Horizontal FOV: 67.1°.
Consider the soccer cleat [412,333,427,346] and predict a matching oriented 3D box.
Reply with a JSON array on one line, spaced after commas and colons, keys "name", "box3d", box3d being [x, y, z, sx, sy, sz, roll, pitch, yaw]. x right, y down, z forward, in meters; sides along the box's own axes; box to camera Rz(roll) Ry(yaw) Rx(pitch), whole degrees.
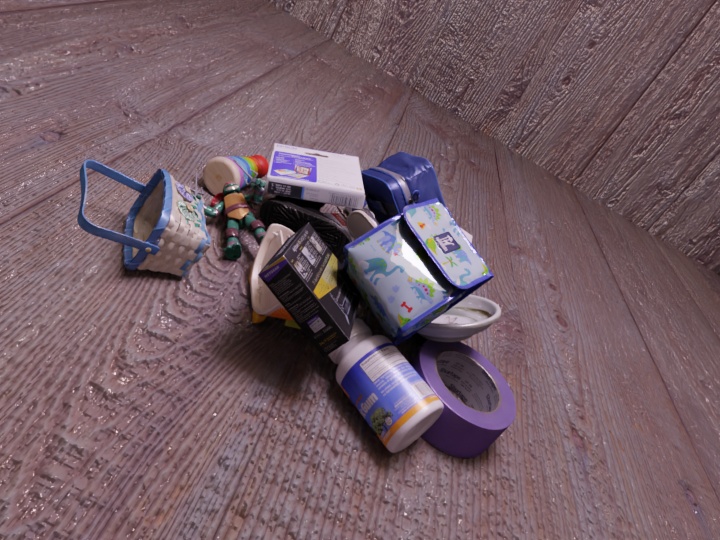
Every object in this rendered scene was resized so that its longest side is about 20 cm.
[{"name": "soccer cleat", "box3d": [0.099, 0.089, 1.107, 0.199, 0.065, 0.084, 35, 35, -5]}]

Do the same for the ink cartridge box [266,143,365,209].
[{"name": "ink cartridge box", "box3d": [-0.093, -0.202, 1.141, 0.196, 0.044, 0.201, 8, 32, -9]}]

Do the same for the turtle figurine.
[{"name": "turtle figurine", "box3d": [-0.240, -0.122, 1.052, 0.201, 0.149, 0.101, 64, 1, 25]}]

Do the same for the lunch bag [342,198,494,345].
[{"name": "lunch bag", "box3d": [0.095, -0.007, 0.892, 0.199, 0.128, 0.171, -30, 75, -14]}]

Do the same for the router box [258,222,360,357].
[{"name": "router box", "box3d": [-0.071, 0.022, 0.863, 0.158, 0.052, 0.200, 53, 15, -11]}]

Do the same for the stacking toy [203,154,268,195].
[{"name": "stacking toy", "box3d": [-0.267, -0.225, 1.218, 0.085, 0.086, 0.200, 33, 25, 3]}]

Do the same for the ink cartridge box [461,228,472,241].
[{"name": "ink cartridge box", "box3d": [0.155, -0.021, 1.237, 0.144, 0.148, 0.200, 30, 31, -3]}]

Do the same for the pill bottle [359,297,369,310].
[{"name": "pill bottle", "box3d": [0.084, 0.001, 1.014, 0.198, 0.113, 0.112, -20, 51, -17]}]

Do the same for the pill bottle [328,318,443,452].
[{"name": "pill bottle", "box3d": [0.030, 0.177, 0.872, 0.111, 0.113, 0.200, -9, 49, -48]}]

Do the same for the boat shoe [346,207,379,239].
[{"name": "boat shoe", "box3d": [0.049, -0.044, 1.113, 0.201, 0.072, 0.063, 54, 31, -4]}]

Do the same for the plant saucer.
[{"name": "plant saucer", "box3d": [0.158, 0.091, 1.005, 0.197, 0.051, 0.200, -1, 13, 0]}]

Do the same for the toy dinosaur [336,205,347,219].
[{"name": "toy dinosaur", "box3d": [0.027, -0.078, 1.252, 0.105, 0.061, 0.200, 13, -11, 31]}]

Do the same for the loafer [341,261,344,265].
[{"name": "loafer", "box3d": [0.000, 0.000, 1.150, 0.200, 0.070, 0.068, -35, 93, -41]}]

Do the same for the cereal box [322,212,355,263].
[{"name": "cereal box", "box3d": [-0.083, -0.074, 1.199, 0.199, 0.040, 0.144, -4, 45, -45]}]

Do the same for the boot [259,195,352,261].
[{"name": "boot", "box3d": [-0.091, -0.114, 1.130, 0.210, 0.080, 0.158, 31, 29, 2]}]

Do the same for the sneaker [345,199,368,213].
[{"name": "sneaker", "box3d": [0.071, -0.145, 1.371, 0.199, 0.116, 0.081, 37, 30, 8]}]

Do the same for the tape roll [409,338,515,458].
[{"name": "tape roll", "box3d": [0.169, 0.221, 0.965, 0.198, 0.085, 0.201, 23, 31, -15]}]

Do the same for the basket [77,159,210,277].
[{"name": "basket", "box3d": [-0.351, -0.090, 0.876, 0.199, 0.139, 0.177, 20, 32, -39]}]

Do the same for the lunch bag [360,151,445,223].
[{"name": "lunch bag", "box3d": [0.083, -0.164, 1.182, 0.131, 0.137, 0.200, -28, 25, -12]}]

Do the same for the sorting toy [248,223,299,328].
[{"name": "sorting toy", "box3d": [-0.098, 0.042, 0.972, 0.179, 0.107, 0.201, 23, 32, -31]}]
